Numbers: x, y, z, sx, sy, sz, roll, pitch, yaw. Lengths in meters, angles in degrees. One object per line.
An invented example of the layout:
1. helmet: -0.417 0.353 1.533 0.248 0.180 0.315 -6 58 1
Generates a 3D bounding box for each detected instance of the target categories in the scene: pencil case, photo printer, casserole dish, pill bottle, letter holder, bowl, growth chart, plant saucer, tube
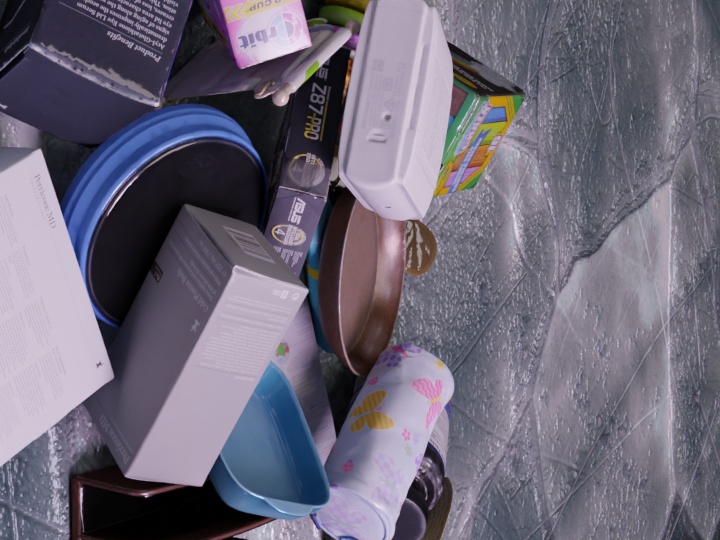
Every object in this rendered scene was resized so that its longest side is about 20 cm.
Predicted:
1. pencil case: 0.023 0.164 1.316 0.091 0.082 0.201 63 38 -35
2. photo printer: 0.035 -0.135 1.235 0.200 0.068 0.169 37 62 -79
3. casserole dish: -0.098 0.143 1.228 0.120 0.039 0.201 19 34 -40
4. pill bottle: 0.034 0.184 1.445 0.201 0.110 0.113 -78 153 -51
5. letter holder: -0.131 0.218 1.215 0.199 0.141 0.102 -7 99 -57
6. bowl: -0.158 -0.038 1.156 0.199 0.039 0.202 -31 142 -28
7. growth chart: -0.092 -0.179 1.197 0.145 0.198 0.018 -46 122 -34
8. plant saucer: 0.000 0.000 1.359 0.200 0.034 0.204 6 90 -73
9. tube: -0.031 0.005 1.379 0.201 0.050 0.078 82 8 -51

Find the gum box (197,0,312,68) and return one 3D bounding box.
1. gum box: -0.106 -0.257 1.180 0.065 0.200 0.115 -19 117 -8

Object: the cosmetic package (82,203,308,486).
1. cosmetic package: -0.136 0.063 1.138 0.090 0.107 0.202 18 109 -42

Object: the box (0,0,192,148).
1. box: -0.193 -0.212 1.047 0.103 0.147 0.203 23 73 -26

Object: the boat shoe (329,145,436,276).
1. boat shoe: -0.005 -0.060 1.459 0.200 0.064 0.074 43 67 -30

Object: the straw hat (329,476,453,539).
1. straw hat: 0.012 0.291 1.493 0.084 0.201 0.203 29 61 -9

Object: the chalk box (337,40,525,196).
1. chalk box: 0.063 -0.158 1.438 0.125 0.124 0.199 -61 161 20

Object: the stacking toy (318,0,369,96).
1. stacking toy: -0.005 -0.248 1.422 0.202 0.109 0.116 -69 160 -6

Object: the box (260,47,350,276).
1. box: -0.058 -0.081 1.261 0.201 0.048 0.163 113 -10 -57

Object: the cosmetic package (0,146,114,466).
1. cosmetic package: -0.275 0.030 1.050 0.150 0.051 0.203 -38 124 -43

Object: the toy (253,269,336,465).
1. toy: -0.086 0.104 1.363 0.115 0.047 0.203 -21 105 -50
